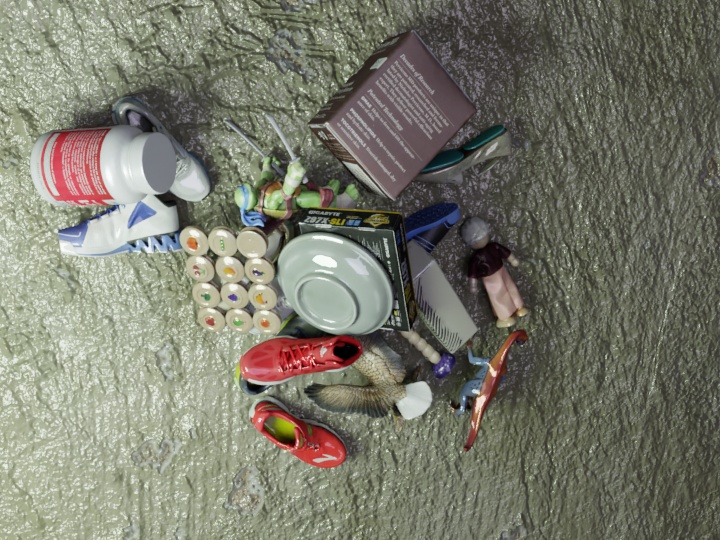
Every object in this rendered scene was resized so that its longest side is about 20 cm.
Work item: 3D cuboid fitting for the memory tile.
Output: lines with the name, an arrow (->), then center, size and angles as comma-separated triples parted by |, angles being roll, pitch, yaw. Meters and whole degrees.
memory tile -> -0.205, 0.019, 1.281 | 0.149, 0.017, 0.204 | 3, 124, 12

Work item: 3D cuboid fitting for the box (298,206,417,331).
box -> 0.000, 0.000, 1.255 | 0.156, 0.050, 0.203 | 6, 130, 23

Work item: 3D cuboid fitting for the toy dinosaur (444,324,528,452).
toy dinosaur -> 0.242, 0.195, 1.435 | 0.103, 0.203, 0.182 | 18, 128, -31

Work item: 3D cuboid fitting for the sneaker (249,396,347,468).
sneaker -> -0.108, 0.295, 1.385 | 0.197, 0.085, 0.078 | 30, 92, -18

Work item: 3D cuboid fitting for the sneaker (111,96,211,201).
sneaker -> -0.310, -0.183, 1.248 | 0.075, 0.087, 0.200 | -45, 109, -5

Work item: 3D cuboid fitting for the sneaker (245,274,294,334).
sneaker -> -0.117, 0.033, 1.344 | 0.199, 0.071, 0.073 | -42, 107, -5

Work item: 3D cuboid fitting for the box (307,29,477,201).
box -> 0.046, -0.246, 1.289 | 0.164, 0.166, 0.200 | 44, 87, -17

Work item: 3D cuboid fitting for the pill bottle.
pill bottle -> -0.373, -0.154, 1.175 | 0.195, 0.112, 0.115 | 1, 102, 23

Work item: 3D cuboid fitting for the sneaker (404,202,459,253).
sneaker -> 0.094, -0.042, 1.395 | 0.197, 0.070, 0.079 | -30, 119, -8

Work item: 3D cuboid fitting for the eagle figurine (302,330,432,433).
eagle figurine -> 0.016, 0.195, 1.383 | 0.198, 0.153, 0.151 | 35, 110, -23

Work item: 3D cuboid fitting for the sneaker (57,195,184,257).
sneaker -> -0.373, -0.085, 1.258 | 0.194, 0.080, 0.119 | -5, 98, -21

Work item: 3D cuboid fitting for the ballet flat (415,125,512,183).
ballet flat -> 0.181, -0.185, 1.391 | 0.196, 0.067, 0.063 | -26, 115, -9

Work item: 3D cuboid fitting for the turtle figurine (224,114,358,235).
turtle figurine -> -0.103, -0.158, 1.272 | 0.190, 0.143, 0.205 | 7, 68, -35

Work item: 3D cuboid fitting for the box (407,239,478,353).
box -> 0.124, 0.047, 1.370 | 0.068, 0.082, 0.201 | -40, 130, -4

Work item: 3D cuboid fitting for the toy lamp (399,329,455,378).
toy lamp -> 0.084, 0.112, 1.421 | 0.200, 0.058, 0.058 | 44, 87, -17

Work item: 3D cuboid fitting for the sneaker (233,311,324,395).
sneaker -> -0.128, 0.143, 1.355 | 0.200, 0.081, 0.074 | -45, 108, -4

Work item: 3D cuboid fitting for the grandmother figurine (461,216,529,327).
grandmother figurine -> 0.234, 0.000, 1.443 | 0.120, 0.060, 0.204 | -34, 106, -36

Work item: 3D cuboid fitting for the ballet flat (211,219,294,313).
ballet flat -> -0.183, -0.006, 1.323 | 0.069, 0.069, 0.201 | 40, 88, -18

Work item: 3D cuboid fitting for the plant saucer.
plant saucer -> -0.047, 0.036, 1.240 | 0.195, 0.051, 0.204 | 13, 132, 15

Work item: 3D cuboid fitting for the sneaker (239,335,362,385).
sneaker -> -0.090, 0.130, 1.270 | 0.195, 0.115, 0.080 | -10, 80, -21
